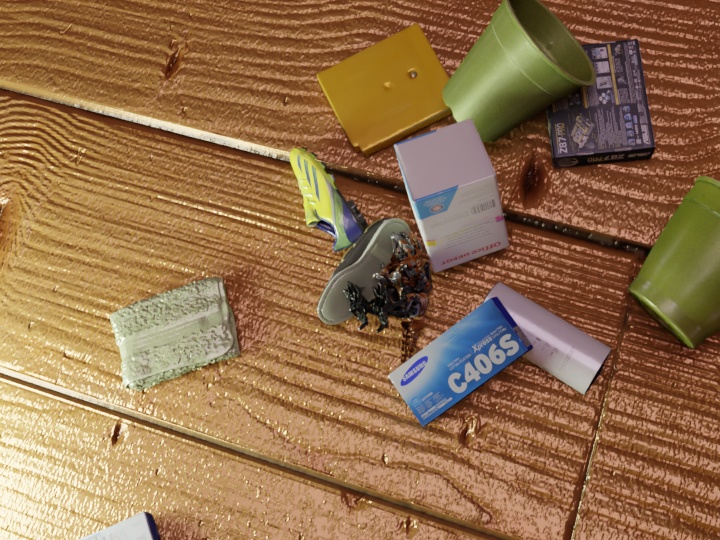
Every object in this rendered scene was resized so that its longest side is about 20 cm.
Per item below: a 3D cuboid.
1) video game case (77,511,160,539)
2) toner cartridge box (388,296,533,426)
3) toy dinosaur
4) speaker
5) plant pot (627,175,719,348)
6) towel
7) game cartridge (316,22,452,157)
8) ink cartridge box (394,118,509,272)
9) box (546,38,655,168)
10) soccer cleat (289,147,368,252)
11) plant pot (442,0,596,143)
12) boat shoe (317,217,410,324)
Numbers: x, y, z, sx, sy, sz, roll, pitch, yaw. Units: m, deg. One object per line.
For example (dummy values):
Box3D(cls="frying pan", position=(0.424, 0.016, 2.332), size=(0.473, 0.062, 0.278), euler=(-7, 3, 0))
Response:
Box3D(cls="video game case", position=(-0.367, 0.487, 1.481), size=(0.180, 0.045, 0.201), euler=(-22, 70, -1))
Box3D(cls="toner cartridge box", position=(0.147, 0.135, 1.483), size=(0.200, 0.043, 0.095), euler=(-39, 78, 17))
Box3D(cls="toy dinosaur", position=(0.063, 0.044, 1.536), size=(0.135, 0.102, 0.201), euler=(-7, 73, -37))
Box3D(cls="speaker", position=(0.272, 0.101, 1.500), size=(0.199, 0.081, 0.081), euler=(31, 78, 17))
Box3D(cls="plant pot", position=(0.500, 0.001, 1.456), size=(0.193, 0.200, 0.200), euler=(-46, 71, 4))
Box3D(cls="towel", position=(-0.299, 0.098, 1.608), size=(0.199, 0.037, 0.149), euler=(-19, 69, 2))
Box3D(cls="game cartridge", position=(0.049, -0.305, 1.699), size=(0.199, 0.032, 0.177), euler=(-27, 70, 1))
Box3D(cls="ink cartridge box", position=(0.142, -0.105, 1.538), size=(0.128, 0.201, 0.126), euler=(-18, 52, 2))
Box3D(cls="box", position=(0.383, -0.272, 1.628), size=(0.160, 0.049, 0.202), euler=(-5, 71, 5))
Box3D(cls="soccer cleat", position=(-0.068, -0.118, 1.633), size=(0.084, 0.065, 0.201), euler=(-37, 70, -1))
Box3D(cls="plant pot", position=(0.235, -0.305, 1.579), size=(0.190, 0.199, 0.201), euler=(-43, 66, 31))
Box3D(cls="boat shoe", position=(0.000, 0.000, 1.587), size=(0.072, 0.061, 0.201), euler=(43, 85, -21))
